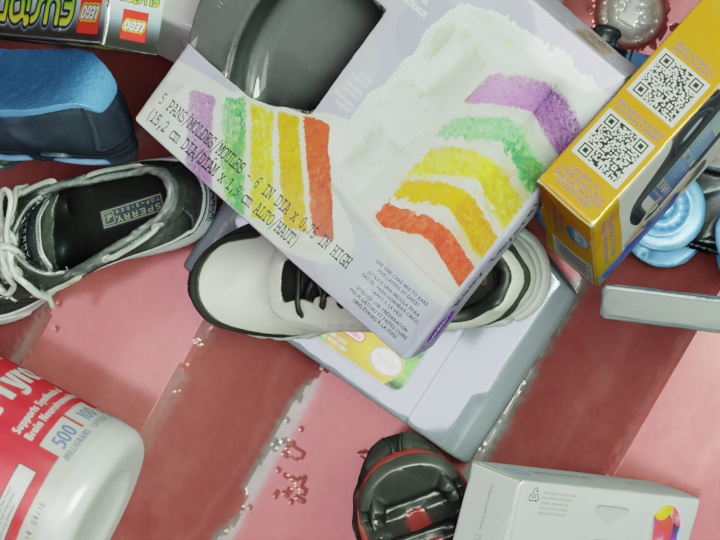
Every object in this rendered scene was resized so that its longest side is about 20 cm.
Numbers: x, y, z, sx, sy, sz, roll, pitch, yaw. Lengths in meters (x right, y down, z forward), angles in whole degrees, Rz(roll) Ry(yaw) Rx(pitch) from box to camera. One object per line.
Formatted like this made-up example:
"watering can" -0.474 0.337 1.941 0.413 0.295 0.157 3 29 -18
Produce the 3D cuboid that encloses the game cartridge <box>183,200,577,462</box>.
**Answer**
"game cartridge" 0.015 -0.002 1.194 0.199 0.040 0.134 34 92 8

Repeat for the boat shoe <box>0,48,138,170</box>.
"boat shoe" -0.209 -0.081 1.191 0.199 0.069 0.084 14 57 42

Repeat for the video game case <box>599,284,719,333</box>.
"video game case" 0.197 0.023 1.077 0.141 0.200 0.019 7 92 10

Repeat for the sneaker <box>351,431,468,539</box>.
"sneaker" 0.042 0.176 1.174 0.070 0.098 0.202 -16 111 -2

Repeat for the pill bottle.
"pill bottle" -0.232 0.096 1.198 0.199 0.112 0.113 27 95 8

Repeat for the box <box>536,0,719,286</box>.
"box" 0.168 -0.088 1.047 0.041 0.119 0.200 43 85 15

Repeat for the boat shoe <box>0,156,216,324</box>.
"boat shoe" -0.180 -0.015 1.200 0.198 0.068 0.074 -13 86 20

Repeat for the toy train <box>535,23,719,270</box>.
"toy train" 0.173 -0.061 1.143 0.198 0.087 0.115 17 84 11

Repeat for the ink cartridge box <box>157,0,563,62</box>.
"ink cartridge box" -0.002 -0.152 1.154 0.199 0.084 0.145 25 79 9

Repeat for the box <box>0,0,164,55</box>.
"box" -0.168 -0.179 1.159 0.199 0.034 0.111 13 95 53

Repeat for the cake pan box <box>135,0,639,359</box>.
"cake pan box" 0.009 -0.089 1.060 0.200 0.052 0.185 42 106 10

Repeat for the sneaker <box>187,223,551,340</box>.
"sneaker" 0.000 0.000 1.140 0.198 0.080 0.074 -4 91 11

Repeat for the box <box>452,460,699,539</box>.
"box" 0.097 0.207 1.125 0.041 0.155 0.202 19 96 45
